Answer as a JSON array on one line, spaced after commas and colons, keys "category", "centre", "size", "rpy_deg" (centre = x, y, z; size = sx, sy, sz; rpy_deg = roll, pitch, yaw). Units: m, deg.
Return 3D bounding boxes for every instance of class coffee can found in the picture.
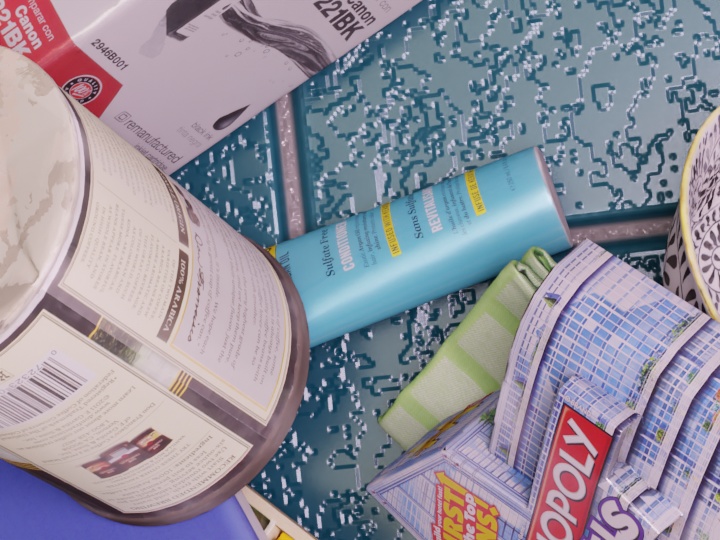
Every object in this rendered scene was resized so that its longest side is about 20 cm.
[{"category": "coffee can", "centre": [-0.130, 0.012, 0.888], "size": [0.146, 0.200, 0.147], "rpy_deg": [-11, 63, 23]}]

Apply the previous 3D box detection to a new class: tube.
[{"category": "tube", "centre": [0.000, 0.000, 0.983], "size": [0.199, 0.078, 0.051], "rpy_deg": [-21, 125, 8]}]

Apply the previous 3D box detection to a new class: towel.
[{"category": "towel", "centre": [0.105, 0.104, 0.933], "size": [0.200, 0.031, 0.149], "rpy_deg": [46, 133, 9]}]

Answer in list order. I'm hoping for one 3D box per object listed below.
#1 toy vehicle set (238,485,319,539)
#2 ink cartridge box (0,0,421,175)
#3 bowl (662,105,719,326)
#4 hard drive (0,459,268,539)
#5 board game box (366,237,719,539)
[{"category": "toy vehicle set", "centre": [-0.102, 0.187, 0.964], "size": [0.124, 0.027, 0.200], "rpy_deg": [31, 85, 35]}, {"category": "ink cartridge box", "centre": [-0.071, -0.138, 0.946], "size": [0.200, 0.144, 0.084], "rpy_deg": [-35, 65, 8]}, {"category": "bowl", "centre": [0.202, 0.025, 0.908], "size": [0.201, 0.200, 0.094], "rpy_deg": [50, 140, 8]}, {"category": "hard drive", "centre": [-0.120, 0.123, 0.971], "size": [0.132, 0.025, 0.200], "rpy_deg": [-38, 55, 7]}, {"category": "board game box", "centre": [0.099, 0.096, 0.863], "size": [0.200, 0.062, 0.201], "rpy_deg": [33, 138, 25]}]
